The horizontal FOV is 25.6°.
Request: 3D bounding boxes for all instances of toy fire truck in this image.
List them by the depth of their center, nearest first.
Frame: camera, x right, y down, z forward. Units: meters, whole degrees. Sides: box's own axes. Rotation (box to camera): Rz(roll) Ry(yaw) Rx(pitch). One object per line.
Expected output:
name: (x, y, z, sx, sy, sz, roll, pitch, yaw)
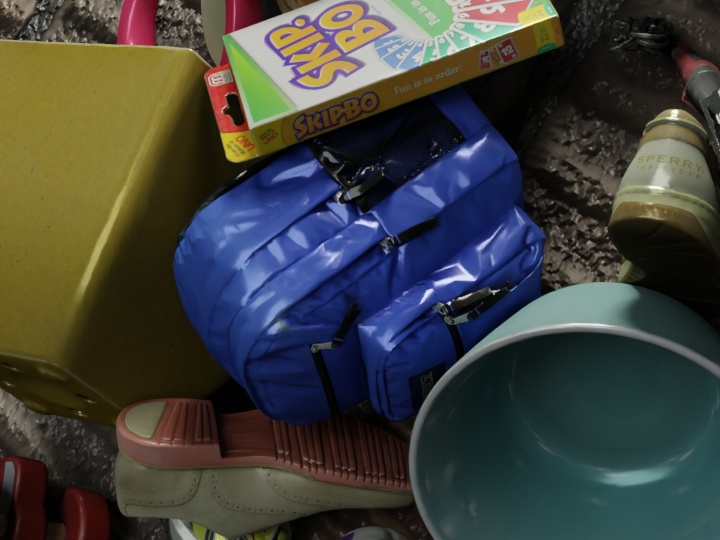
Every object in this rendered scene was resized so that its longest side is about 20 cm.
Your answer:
toy fire truck: (-0.265, 0.228, 1.116, 0.167, 0.111, 0.202, -15, 66, 53)

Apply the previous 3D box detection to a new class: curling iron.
curling iron: (0.183, -0.105, 0.897, 0.200, 0.049, 0.026, -103, 18, -63)

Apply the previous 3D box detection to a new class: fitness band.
fitness band: (-0.121, -0.176, 1.124, 0.200, 0.037, 0.145, 28, 113, 55)

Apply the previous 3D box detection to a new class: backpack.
backpack: (0.000, 0.000, 0.928, 0.199, 0.163, 0.168, -30, 58, -10)

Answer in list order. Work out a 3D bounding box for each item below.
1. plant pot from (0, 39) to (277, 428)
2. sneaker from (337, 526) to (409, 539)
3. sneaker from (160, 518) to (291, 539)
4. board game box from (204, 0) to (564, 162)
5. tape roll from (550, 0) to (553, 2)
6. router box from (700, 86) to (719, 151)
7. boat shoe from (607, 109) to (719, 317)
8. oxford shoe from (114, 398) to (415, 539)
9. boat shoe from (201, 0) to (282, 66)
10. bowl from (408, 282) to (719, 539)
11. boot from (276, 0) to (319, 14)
plant pot: (-0.167, -0.010, 1.028, 0.193, 0.196, 0.201, 7, 66, 33)
sneaker: (0.000, 0.259, 0.963, 0.083, 0.080, 0.202, -18, 62, 48)
sneaker: (-0.086, 0.164, 1.040, 0.076, 0.075, 0.201, -22, 70, 7)
board game box: (0.007, -0.128, 0.906, 0.199, 0.030, 0.096, -22, 43, 2)
tape roll: (0.058, -0.239, 1.074, 0.201, 0.037, 0.205, -9, 73, 30)
router box: (0.284, -0.044, 0.785, 0.149, 0.200, 0.062, -33, 28, 19)
boat shoe: (0.172, -0.022, 0.847, 0.073, 0.201, 0.064, 9, 78, 22)
oxford shoe: (-0.055, 0.129, 0.990, 0.198, 0.071, 0.074, 9, 115, -6)
boat shoe: (-0.062, -0.161, 1.115, 0.074, 0.063, 0.202, -61, 42, 39)
bowl: (0.133, 0.086, 0.864, 0.200, 0.202, 0.105, -21, 24, 26)
boot: (0.024, -0.184, 1.017, 0.143, 0.071, 0.202, -28, 43, -5)
